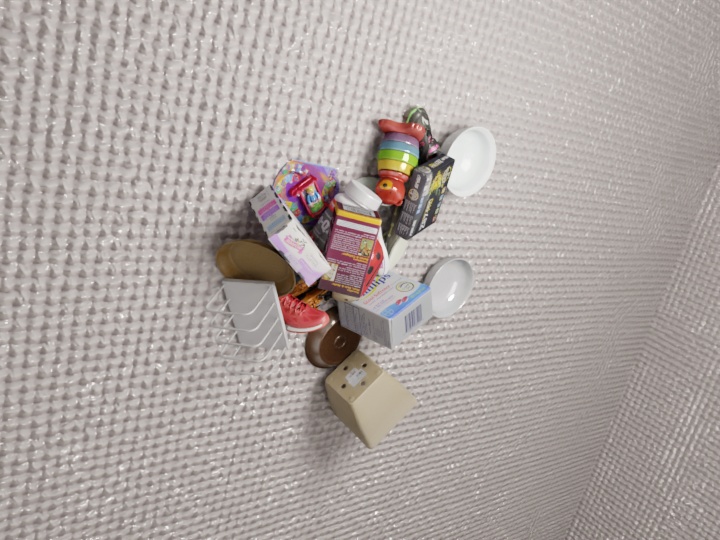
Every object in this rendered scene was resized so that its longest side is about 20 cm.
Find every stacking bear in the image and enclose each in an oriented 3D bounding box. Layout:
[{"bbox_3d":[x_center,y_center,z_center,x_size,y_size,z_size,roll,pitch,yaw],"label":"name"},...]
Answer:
[{"bbox_3d":[0.090,-0.268,1.659,0.114,0.120,0.202,26,76,-73],"label":"stacking bear"}]

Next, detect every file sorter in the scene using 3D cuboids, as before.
[{"bbox_3d":[-0.272,0.140,1.556,0.125,0.137,0.202,-61,149,-50],"label":"file sorter"}]

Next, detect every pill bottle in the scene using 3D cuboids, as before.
[{"bbox_3d":[-0.042,-0.121,1.632,0.113,0.114,0.201,22,109,-43],"label":"pill bottle"}]

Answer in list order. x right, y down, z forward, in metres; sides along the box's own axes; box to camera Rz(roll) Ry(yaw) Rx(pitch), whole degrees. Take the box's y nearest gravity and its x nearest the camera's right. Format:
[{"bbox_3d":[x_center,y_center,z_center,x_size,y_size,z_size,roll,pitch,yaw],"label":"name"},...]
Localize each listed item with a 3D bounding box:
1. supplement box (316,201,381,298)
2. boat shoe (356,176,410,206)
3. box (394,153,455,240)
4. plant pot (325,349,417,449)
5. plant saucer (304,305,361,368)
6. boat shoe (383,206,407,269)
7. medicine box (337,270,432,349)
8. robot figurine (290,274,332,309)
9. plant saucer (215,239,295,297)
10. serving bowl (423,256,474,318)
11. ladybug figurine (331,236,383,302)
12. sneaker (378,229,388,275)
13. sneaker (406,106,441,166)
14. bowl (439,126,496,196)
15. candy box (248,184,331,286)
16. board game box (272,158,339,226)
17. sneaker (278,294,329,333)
[{"bbox_3d":[-0.030,-0.050,1.553,0.109,0.086,0.202,13,109,-10],"label":"supplement box"},{"bbox_3d":[0.060,-0.203,1.731,0.198,0.076,0.060,2,152,-24],"label":"boat shoe"},{"bbox_3d":[0.172,-0.197,1.726,0.161,0.049,0.202,-31,145,-47],"label":"box"},{"bbox_3d":[0.011,0.352,1.883,0.200,0.199,0.178,-42,133,-14],"label":"plant pot"},{"bbox_3d":[-0.066,0.198,1.858,0.199,0.037,0.203,-19,122,-32],"label":"plant saucer"},{"bbox_3d":[0.101,-0.103,1.823,0.072,0.060,0.204,0,114,-64],"label":"boat shoe"},{"bbox_3d":[0.067,0.099,1.779,0.182,0.199,0.104,-34,131,-36],"label":"medicine box"},{"bbox_3d":[-0.109,0.038,1.723,0.199,0.058,0.146,-32,130,-22],"label":"robot figurine"},{"bbox_3d":[-0.242,-0.012,1.526,0.201,0.198,0.036,58,38,-41],"label":"plant saucer"},{"bbox_3d":[0.263,0.045,2.027,0.198,0.066,0.202,-18,122,-31],"label":"serving bowl"},{"bbox_3d":[0.000,0.000,1.680,0.201,0.072,0.136,-60,164,8],"label":"ladybug figurine"},{"bbox_3d":[0.006,-0.062,1.765,0.113,0.072,0.202,-26,117,-21],"label":"sneaker"},{"bbox_3d":[0.180,-0.349,1.743,0.077,0.084,0.201,-38,131,-18],"label":"sneaker"},{"bbox_3d":[0.285,-0.319,1.840,0.200,0.090,0.203,-19,124,-31],"label":"bowl"},{"bbox_3d":[-0.166,-0.083,1.501,0.071,0.200,0.168,-36,127,0],"label":"candy box"},{"bbox_3d":[-0.126,-0.184,1.606,0.198,0.039,0.160,6,108,-41],"label":"board game box"},{"bbox_3d":[-0.177,0.085,1.608,0.079,0.198,0.117,-57,144,-55],"label":"sneaker"}]
